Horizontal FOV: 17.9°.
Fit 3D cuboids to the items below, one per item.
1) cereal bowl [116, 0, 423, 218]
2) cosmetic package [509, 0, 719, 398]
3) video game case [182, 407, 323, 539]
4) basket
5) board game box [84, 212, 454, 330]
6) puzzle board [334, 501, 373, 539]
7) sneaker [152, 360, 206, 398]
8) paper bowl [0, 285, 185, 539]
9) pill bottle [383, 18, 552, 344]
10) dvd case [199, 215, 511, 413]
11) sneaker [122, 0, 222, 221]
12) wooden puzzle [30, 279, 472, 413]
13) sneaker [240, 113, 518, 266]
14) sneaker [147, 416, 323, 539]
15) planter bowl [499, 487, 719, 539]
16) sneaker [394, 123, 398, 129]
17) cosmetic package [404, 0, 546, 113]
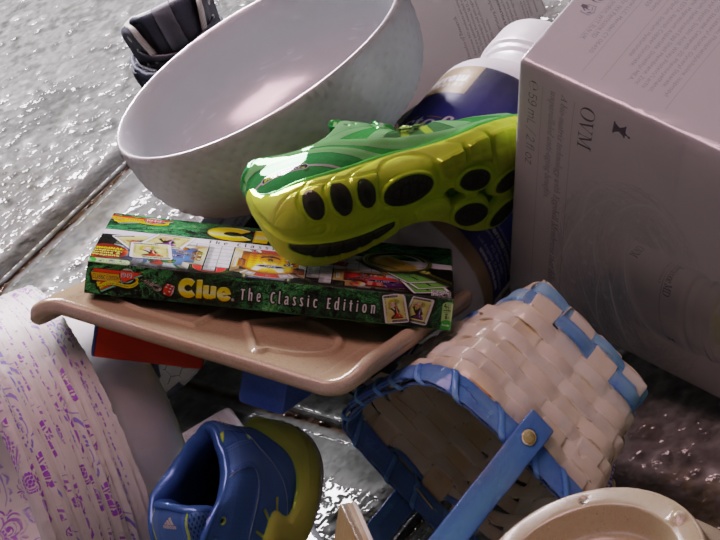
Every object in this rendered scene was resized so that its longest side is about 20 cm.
[{"bbox_3d":[-0.045,-0.097,1.395,0.199,0.084,0.200,-26,25,13],"label":"cereal bowl"},{"bbox_3d":[0.198,-0.044,1.282,0.199,0.200,0.123,26,56,22],"label":"cosmetic package"},{"bbox_3d":[-0.120,0.182,1.389,0.181,0.023,0.200,-30,35,-8],"label":"video game case"},{"bbox_3d":[0.054,0.112,1.239,0.200,0.139,0.176,-44,5,-22],"label":"basket"},{"bbox_3d":[-0.048,0.000,1.269,0.199,0.024,0.105,6,13,-1],"label":"board game box"},{"bbox_3d":[0.005,0.236,1.099,0.017,0.201,0.151,-2,30,-17],"label":"puzzle board"},{"bbox_3d":[-0.172,0.063,1.532,0.202,0.077,0.146,-36,19,16],"label":"sneaker"},{"bbox_3d":[-0.166,0.105,1.323,0.104,0.202,0.201,-22,32,-18],"label":"paper bowl"},{"bbox_3d":[0.073,-0.059,1.412,0.115,0.116,0.200,9,48,40],"label":"pill bottle"},{"bbox_3d":[0.000,0.000,1.443,0.199,0.025,0.151,32,59,6],"label":"dvd case"},{"bbox_3d":[-0.114,-0.120,1.671,0.077,0.147,0.203,-24,35,-2],"label":"sneaker"},{"bbox_3d":[-0.058,0.032,1.277,0.199,0.047,0.185,11,16,20],"label":"wooden puzzle"},{"bbox_3d":[0.021,-0.061,1.284,0.199,0.074,0.084,-12,41,-35],"label":"sneaker"},{"bbox_3d":[-0.088,0.172,1.245,0.075,0.105,0.201,2,75,39],"label":"sneaker"},{"bbox_3d":[0.130,0.194,1.116,0.199,0.135,0.201,-16,35,12],"label":"planter bowl"},{"bbox_3d":[-0.034,-0.030,1.537,0.106,0.075,0.201,-16,47,33],"label":"sneaker"},{"bbox_3d":[0.027,-0.183,1.711,0.200,0.085,0.107,-37,29,-24],"label":"cosmetic package"}]
